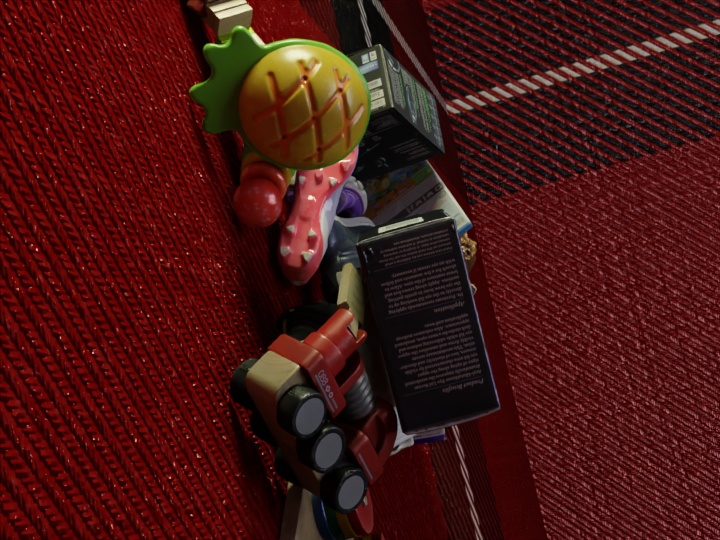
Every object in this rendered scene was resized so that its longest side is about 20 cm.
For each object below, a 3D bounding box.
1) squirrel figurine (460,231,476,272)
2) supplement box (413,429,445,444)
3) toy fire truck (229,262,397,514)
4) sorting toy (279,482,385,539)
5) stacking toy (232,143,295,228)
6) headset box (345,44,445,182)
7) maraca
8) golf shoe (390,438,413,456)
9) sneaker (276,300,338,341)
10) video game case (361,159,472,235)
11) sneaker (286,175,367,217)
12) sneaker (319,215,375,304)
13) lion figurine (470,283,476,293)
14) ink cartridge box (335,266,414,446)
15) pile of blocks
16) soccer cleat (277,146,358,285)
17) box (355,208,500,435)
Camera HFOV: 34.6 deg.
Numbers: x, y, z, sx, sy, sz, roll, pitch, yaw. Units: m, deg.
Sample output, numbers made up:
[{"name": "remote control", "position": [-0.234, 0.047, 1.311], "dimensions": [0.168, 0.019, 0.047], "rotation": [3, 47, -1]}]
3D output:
[{"name": "squirrel figurine", "position": [0.065, -0.052, 1.687], "dimensions": [0.189, 0.198, 0.141], "rotation": [62, 22, 2]}, {"name": "supplement box", "position": [0.050, 0.123, 1.533], "dimensions": [0.104, 0.099, 0.203], "rotation": [-93, 174, -59]}, {"name": "toy fire truck", "position": [-0.020, 0.105, 1.149], "dimensions": [0.200, 0.128, 0.177], "rotation": [-45, 132, -24]}, {"name": "sorting toy", "position": [-0.014, 0.314, 1.196], "dimensions": [0.201, 0.069, 0.201], "rotation": [-83, 156, -58]}, {"name": "stacking toy", "position": [-0.101, -0.118, 1.298], "dimensions": [0.202, 0.084, 0.086], "rotation": [-82, 154, -48]}, {"name": "headset box", "position": [0.000, -0.195, 1.533], "dimensions": [0.199, 0.172, 0.094], "rotation": [26, 50, -61]}, {"name": "maraca", "position": [-0.081, -0.181, 1.221], "dimensions": [0.139, 0.197, 0.107], "rotation": [-70, -157, 11]}, {"name": "golf shoe", "position": [-0.001, 0.183, 1.356], "dimensions": [0.200, 0.087, 0.079], "rotation": [37, 47, -68]}, {"name": "sneaker", "position": [-0.066, 0.084, 1.264], "dimensions": [0.199, 0.082, 0.073], "rotation": [-26, 135, -58]}, {"name": "video game case", "position": [0.046, -0.098, 1.611], "dimensions": [0.201, 0.142, 0.018], "rotation": [57, 6, 23]}, {"name": "sneaker", "position": [-0.054, -0.091, 1.519], "dimensions": [0.200, 0.079, 0.085], "rotation": [31, 62, -63]}, {"name": "sneaker", "position": [-0.001, 0.001, 1.485], "dimensions": [0.147, 0.077, 0.202], "rotation": [55, 19, 18]}, {"name": "lion figurine", "position": [0.121, 0.076, 1.556], "dimensions": [0.122, 0.071, 0.204], "rotation": [148, -58, -75]}, {"name": "ink cartridge box", "position": [0.014, 0.096, 1.291], "dimensions": [0.162, 0.050, 0.203], "rotation": [-14, 91, -60]}, {"name": "pile of blocks", "position": [-0.164, -0.281, 1.270], "dimensions": [0.062, 0.082, 0.202], "rotation": [-24, 91, -34]}, {"name": "soccer cleat", "position": [-0.052, -0.079, 1.382], "dimensions": [0.077, 0.066, 0.203], "rotation": [93, 13, -68]}, {"name": "box", "position": [0.067, 0.049, 1.195], "dimensions": [0.148, 0.103, 0.203], "rotation": [-86, 162, -83]}]
